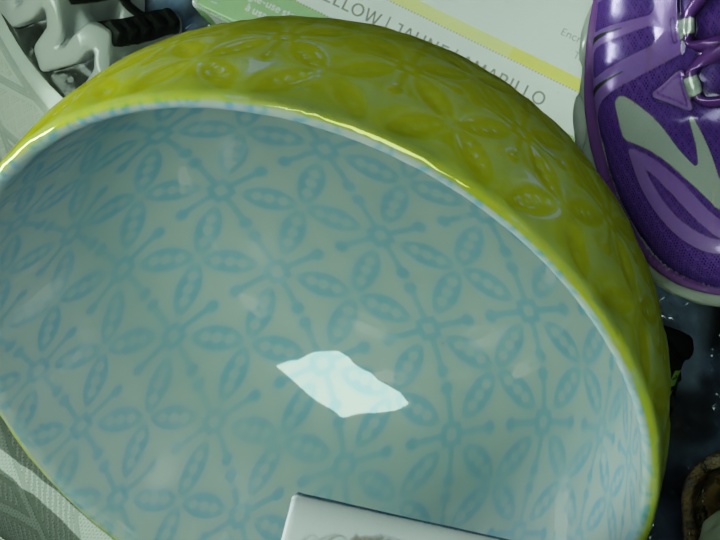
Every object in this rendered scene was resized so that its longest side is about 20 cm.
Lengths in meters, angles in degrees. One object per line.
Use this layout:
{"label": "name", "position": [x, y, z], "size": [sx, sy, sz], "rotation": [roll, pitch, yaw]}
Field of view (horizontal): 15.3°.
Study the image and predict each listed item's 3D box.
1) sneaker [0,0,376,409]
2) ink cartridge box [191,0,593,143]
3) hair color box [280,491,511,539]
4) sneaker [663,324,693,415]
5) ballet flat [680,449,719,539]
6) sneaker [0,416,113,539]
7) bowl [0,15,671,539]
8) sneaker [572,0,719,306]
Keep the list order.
{"label": "sneaker", "position": [-0.059, -0.016, 0.863], "size": [0.200, 0.075, 0.081], "rotation": [48, 112, 15]}
{"label": "ink cartridge box", "position": [0.059, -0.133, 0.808], "size": [0.145, 0.048, 0.201], "rotation": [27, 87, 11]}
{"label": "hair color box", "position": [0.069, 0.128, 0.669], "size": [0.199, 0.061, 0.100], "rotation": [10, 75, 15]}
{"label": "sneaker", "position": [0.065, 0.049, 0.829], "size": [0.082, 0.071, 0.201], "rotation": [-12, 88, 21]}
{"label": "ballet flat", "position": [0.122, 0.138, 0.774], "size": [0.068, 0.067, 0.201], "rotation": [-39, 41, 35]}
{"label": "sneaker", "position": [-0.104, 0.071, 0.881], "size": [0.079, 0.074, 0.200], "rotation": [-36, 90, 3]}
{"label": "bowl", "position": [0.000, 0.000, 0.743], "size": [0.199, 0.108, 0.201], "rotation": [13, 135, 14]}
{"label": "sneaker", "position": [0.094, -0.091, 0.730], "size": [0.080, 0.083, 0.201], "rotation": [-4, 81, 8]}
